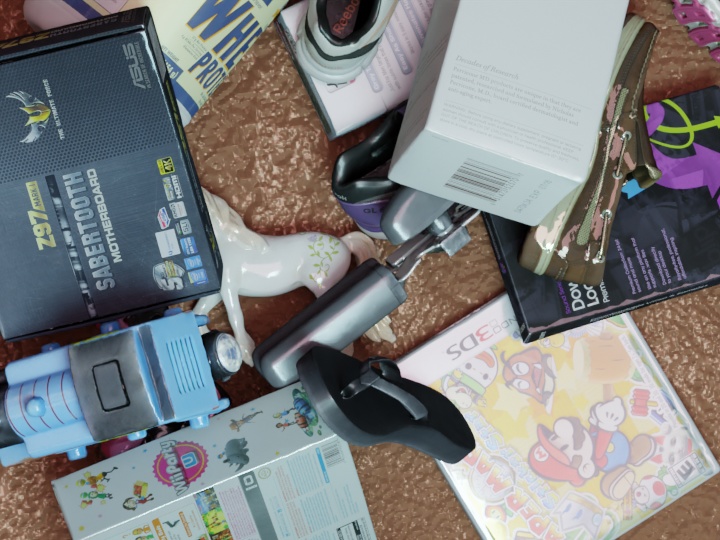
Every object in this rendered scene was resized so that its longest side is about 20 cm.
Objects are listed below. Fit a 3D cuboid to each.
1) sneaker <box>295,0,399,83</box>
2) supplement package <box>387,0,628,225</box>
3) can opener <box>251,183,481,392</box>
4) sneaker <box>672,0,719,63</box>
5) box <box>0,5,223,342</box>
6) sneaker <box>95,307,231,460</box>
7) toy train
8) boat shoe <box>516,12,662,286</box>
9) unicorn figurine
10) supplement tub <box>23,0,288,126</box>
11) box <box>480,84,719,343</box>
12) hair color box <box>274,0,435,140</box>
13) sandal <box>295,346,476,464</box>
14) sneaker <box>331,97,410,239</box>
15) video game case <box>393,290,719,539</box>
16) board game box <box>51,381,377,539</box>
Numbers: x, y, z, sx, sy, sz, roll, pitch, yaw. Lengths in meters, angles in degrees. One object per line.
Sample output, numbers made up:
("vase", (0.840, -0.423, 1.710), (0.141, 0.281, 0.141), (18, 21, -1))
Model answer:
("sneaker", (0.016, -0.228, 1.659), (0.073, 0.080, 0.201), (20, 83, -2))
("supplement package", (0.108, -0.152, 1.626), (0.117, 0.117, 0.201), (17, 73, -7))
("can opener", (0.000, 0.000, 1.669), (0.200, 0.053, 0.067), (-38, 106, -6))
("sneaker", (0.312, -0.181, 1.759), (0.200, 0.074, 0.088), (40, 86, -10))
("box", (-0.192, -0.063, 1.593), (0.157, 0.051, 0.201), (-12, 112, 4))
("sneaker", (-0.141, 0.077, 1.705), (0.095, 0.079, 0.201), (-2, 97, -14))
("toy train", (-0.178, 0.080, 1.598), (0.199, 0.114, 0.087), (-15, 88, 28))
("boat shoe", (0.182, -0.083, 1.703), (0.075, 0.075, 0.203), (23, 84, 2))
("unicorn figurine", (-0.076, 0.003, 1.716), (0.199, 0.074, 0.138), (0, 89, -23))
("supplement tub", (-0.125, -0.213, 1.665), (0.145, 0.145, 0.200), (40, 86, -6))
("box", (0.192, -0.042, 1.744), (0.199, 0.036, 0.143), (-17, 77, -6))
("hair color box", (0.048, -0.182, 1.730), (0.199, 0.061, 0.099), (-26, 92, -7))
("sandal", (0.022, 0.086, 1.651), (0.043, 0.200, 0.076), (-41, 61, 20))
("sneaker", (0.069, -0.100, 1.694), (0.200, 0.088, 0.076), (-37, 63, 4))
("video game case", (0.142, 0.112, 1.761), (0.182, 0.023, 0.200), (-32, 94, -6))
("board game box", (-0.099, 0.173, 1.668), (0.199, 0.148, 0.064), (-23, 49, -7))
